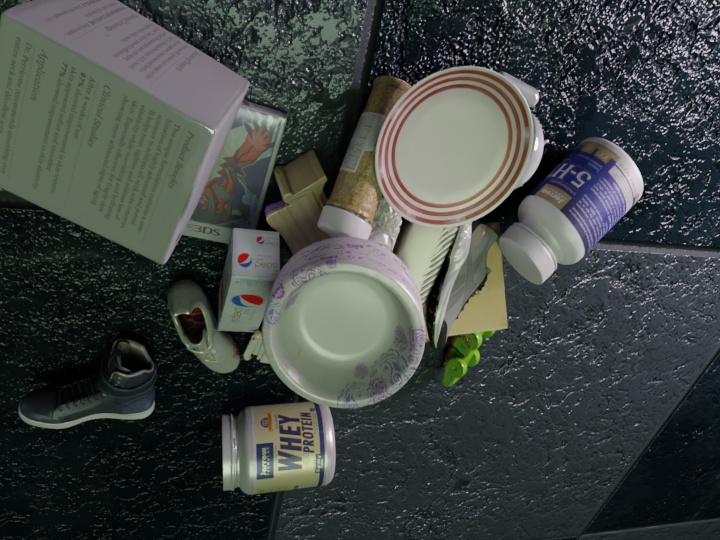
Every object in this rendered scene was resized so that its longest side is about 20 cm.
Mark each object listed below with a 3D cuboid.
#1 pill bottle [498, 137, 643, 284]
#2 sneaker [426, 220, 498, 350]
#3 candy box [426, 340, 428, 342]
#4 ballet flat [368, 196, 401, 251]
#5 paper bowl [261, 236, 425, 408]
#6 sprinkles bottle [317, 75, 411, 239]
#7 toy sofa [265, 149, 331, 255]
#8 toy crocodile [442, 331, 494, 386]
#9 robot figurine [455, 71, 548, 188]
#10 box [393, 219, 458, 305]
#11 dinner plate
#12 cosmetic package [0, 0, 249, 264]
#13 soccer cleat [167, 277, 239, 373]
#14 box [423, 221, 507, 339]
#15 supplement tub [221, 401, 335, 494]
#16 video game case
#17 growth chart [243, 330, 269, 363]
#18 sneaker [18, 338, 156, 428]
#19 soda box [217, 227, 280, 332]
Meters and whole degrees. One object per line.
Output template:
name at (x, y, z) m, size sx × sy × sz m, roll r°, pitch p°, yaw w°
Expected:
pill bottle at (0.301, -0.083, 0.824) m, size 0.199 × 0.119 × 0.120 m, roll -43°, pitch 129°, yaw -5°
sneaker at (0.147, 0.024, 0.829) m, size 0.077 × 0.074 × 0.207 m, roll 16°, pitch 99°, yaw -5°
candy box at (0.093, 0.064, 0.947) m, size 0.196 × 0.056 × 0.117 m, roll -30°, pitch 126°, yaw 7°
ballet flat at (0.000, 0.000, 0.763) m, size 0.070 × 0.073 × 0.203 m, roll 22°, pitch 114°, yaw -29°
paper bowl at (-0.019, 0.057, 0.694) m, size 0.192 × 0.105 × 0.208 m, roll 0°, pitch 119°, yaw 1°
sprinkles bottle at (0.011, -0.136, 0.707) m, size 0.067 × 0.068 × 0.207 m, roll 24°, pitch 85°, yaw -31°
toy sofa at (-0.060, -0.054, 0.796) m, size 0.095 × 0.084 × 0.203 m, roll -28°, pitch 129°, yaw 2°
toy crocodile at (0.192, 0.134, 1.029) m, size 0.067 × 0.061 × 0.205 m, roll -28°, pitch 146°, yaw -42°
robot figurine at (0.164, -0.176, 0.750) m, size 0.194 × 0.115 × 0.171 m, roll 16°, pitch 129°, yaw -26°
box at (0.081, -0.021, 0.819) m, size 0.066 × 0.082 × 0.206 m, roll 22°, pitch 101°, yaw -6°
dinner plate at (0.110, -0.143, 0.673) m, size 0.192 × 0.025 × 0.206 m, roll -6°, pitch 127°, yaw -8°
cosmetic package at (-0.247, -0.153, 0.587) m, size 0.195 × 0.169 × 0.169 m, roll 27°, pitch 120°, yaw -15°
soccer cleat at (-0.242, 0.107, 0.864) m, size 0.067 × 0.088 × 0.204 m, roll -19°, pitch 129°, yaw 0°
box at (0.126, 0.021, 0.877) m, size 0.192 × 0.021 × 0.170 m, roll -7°, pitch 98°, yaw 3°
supplement tub at (-0.150, 0.317, 1.010) m, size 0.192 × 0.147 × 0.149 m, roll -1°, pitch 128°, yaw -15°
video game case at (-0.206, -0.132, 0.735) m, size 0.176 × 0.023 × 0.205 m, roll 9°, pitch 123°, yaw -22°
growth chart at (-0.099, 0.136, 0.926) m, size 0.194 × 0.018 × 0.144 m, roll 12°, pitch 151°, yaw -26°
sneaker at (-0.411, 0.170, 0.858) m, size 0.195 × 0.079 × 0.148 m, roll 0°, pitch 138°, yaw -28°
soda box at (-0.159, 0.021, 0.780) m, size 0.061 × 0.071 × 0.201 m, roll 4°, pitch 154°, yaw -19°
